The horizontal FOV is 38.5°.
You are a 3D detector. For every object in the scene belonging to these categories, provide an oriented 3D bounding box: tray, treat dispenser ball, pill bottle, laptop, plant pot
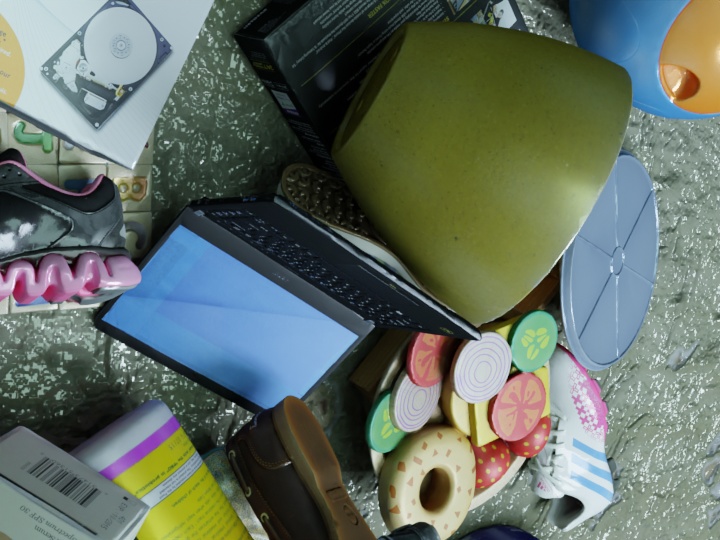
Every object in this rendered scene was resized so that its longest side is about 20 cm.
[{"bbox_3d":[0.087,0.048,0.890,0.200,0.037,0.099,-50,125,-10],"label":"tray"},{"bbox_3d":[0.268,-0.223,0.825,0.199,0.200,0.203,-10,110,-30],"label":"treat dispenser ball"},{"bbox_3d":[-0.127,0.198,0.706,0.104,0.104,0.201,-34,93,-20],"label":"pill bottle"},{"bbox_3d":[-0.055,0.038,0.692,0.176,0.199,0.104,33,75,-29],"label":"laptop"},{"bbox_3d":[0.064,-0.086,0.695,0.141,0.200,0.202,28,88,-13],"label":"plant pot"}]

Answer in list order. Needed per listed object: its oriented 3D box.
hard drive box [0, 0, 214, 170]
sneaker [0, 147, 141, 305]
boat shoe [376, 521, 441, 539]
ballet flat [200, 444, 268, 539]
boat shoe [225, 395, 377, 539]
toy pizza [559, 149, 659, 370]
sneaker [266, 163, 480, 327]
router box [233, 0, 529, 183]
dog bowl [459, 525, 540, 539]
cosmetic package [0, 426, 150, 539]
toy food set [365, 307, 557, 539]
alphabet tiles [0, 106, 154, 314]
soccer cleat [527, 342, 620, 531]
[{"bbox_3d":[-0.171,-0.187,0.618,0.155,0.077,0.202,26,87,-36],"label":"hard drive box"},{"bbox_3d":[-0.234,-0.028,0.634,0.198,0.079,0.097,1,82,-34],"label":"sneaker"},{"bbox_3d":[0.020,0.260,0.832,0.070,0.073,0.200,-18,158,-25],"label":"boat shoe"},{"bbox_3d":[-0.068,0.212,0.817,0.071,0.070,0.201,-43,120,-15],"label":"ballet flat"},{"bbox_3d":[-0.031,0.191,0.728,0.070,0.201,0.070,-35,155,15],"label":"boat shoe"},{"bbox_3d":[0.222,-0.010,0.941,0.199,0.031,0.203,-14,108,-51],"label":"toy pizza"},{"bbox_3d":[0.000,0.000,0.780,0.199,0.068,0.090,30,131,-24],"label":"sneaker"},{"bbox_3d":[0.023,-0.175,0.768,0.200,0.051,0.150,-44,125,-15],"label":"router box"},{"bbox_3d":[0.134,0.353,0.987,0.198,0.079,0.203,-10,109,-30],"label":"dog bowl"},{"bbox_3d":[-0.225,0.211,0.632,0.104,0.071,0.201,29,100,3],"label":"cosmetic package"},{"bbox_3d":[0.088,0.119,0.860,0.198,0.049,0.200,-19,114,-27],"label":"toy food set"},{"bbox_3d":[-0.228,-0.052,0.667,0.198,0.006,0.169,-4,106,-33],"label":"alphabet tiles"},{"bbox_3d":[0.191,0.164,0.972,0.086,0.070,0.202,-33,120,-21],"label":"soccer cleat"}]
